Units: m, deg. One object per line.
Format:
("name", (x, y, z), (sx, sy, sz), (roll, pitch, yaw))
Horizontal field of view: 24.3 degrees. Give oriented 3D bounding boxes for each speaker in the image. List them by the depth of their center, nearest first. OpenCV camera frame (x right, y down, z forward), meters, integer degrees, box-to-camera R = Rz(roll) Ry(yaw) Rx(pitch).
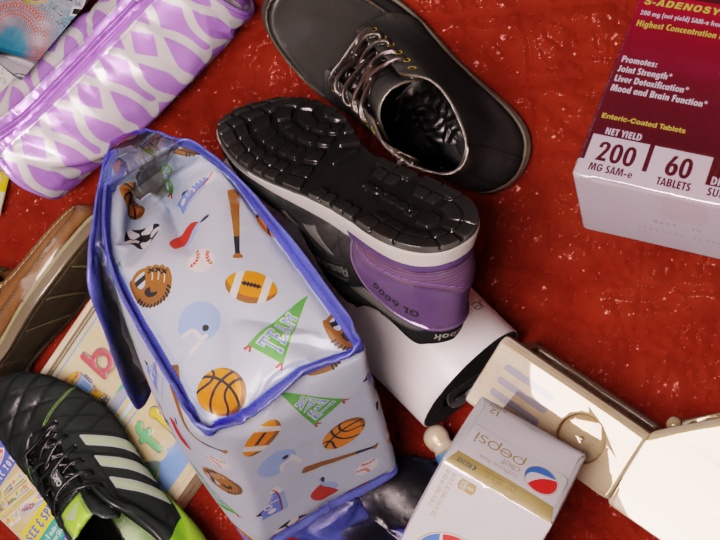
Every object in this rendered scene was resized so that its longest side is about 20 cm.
("speaker", (0.000, 0.000, 1.011), (0.200, 0.081, 0.081), (45, 104, 17))

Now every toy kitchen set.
("toy kitchen set", (0.177, 0.038, 0.896), (0.180, 0.163, 0.200), (34, 101, 18))

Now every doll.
("doll", (0.019, 0.155, 1.019), (0.200, 0.048, 0.137), (18, 105, 18))

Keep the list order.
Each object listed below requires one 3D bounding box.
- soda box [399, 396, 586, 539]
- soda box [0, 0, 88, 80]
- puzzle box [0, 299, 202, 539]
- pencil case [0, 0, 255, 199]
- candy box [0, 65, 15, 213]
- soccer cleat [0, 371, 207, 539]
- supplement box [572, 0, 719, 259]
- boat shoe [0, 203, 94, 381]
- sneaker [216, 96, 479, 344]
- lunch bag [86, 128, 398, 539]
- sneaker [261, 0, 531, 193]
("soda box", (0.051, 0.169, 0.937), (0.068, 0.064, 0.200), (29, 128, 8))
("soda box", (-0.179, -0.221, 1.063), (0.064, 0.068, 0.200), (39, 94, -25))
("puzzle box", (-0.161, 0.106, 1.102), (0.133, 0.025, 0.200), (39, 103, 18))
("pencil case", (-0.157, -0.133, 1.073), (0.200, 0.085, 0.084), (-44, 79, 16))
("candy box", (-0.266, -0.143, 1.111), (0.026, 0.102, 0.200), (22, 98, 54))
("soccer cleat", (-0.169, 0.136, 1.047), (0.200, 0.081, 0.068), (43, 104, 17))
("supplement box", (0.198, -0.108, 0.901), (0.109, 0.061, 0.200), (14, 65, 21))
("boat shoe", (-0.238, 0.028, 1.109), (0.068, 0.072, 0.200), (40, 103, 16))
("sneaker", (-0.015, -0.025, 0.941), (0.200, 0.076, 0.088), (38, 142, 41))
("lunch bag", (-0.081, 0.035, 0.961), (0.124, 0.170, 0.200), (-28, 60, -11))
("sneaker", (0.009, -0.122, 0.995), (0.200, 0.106, 0.075), (36, 102, 18))
